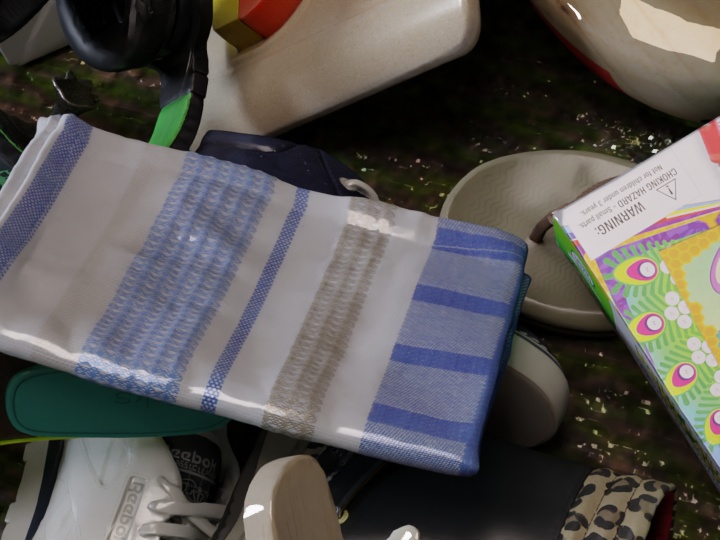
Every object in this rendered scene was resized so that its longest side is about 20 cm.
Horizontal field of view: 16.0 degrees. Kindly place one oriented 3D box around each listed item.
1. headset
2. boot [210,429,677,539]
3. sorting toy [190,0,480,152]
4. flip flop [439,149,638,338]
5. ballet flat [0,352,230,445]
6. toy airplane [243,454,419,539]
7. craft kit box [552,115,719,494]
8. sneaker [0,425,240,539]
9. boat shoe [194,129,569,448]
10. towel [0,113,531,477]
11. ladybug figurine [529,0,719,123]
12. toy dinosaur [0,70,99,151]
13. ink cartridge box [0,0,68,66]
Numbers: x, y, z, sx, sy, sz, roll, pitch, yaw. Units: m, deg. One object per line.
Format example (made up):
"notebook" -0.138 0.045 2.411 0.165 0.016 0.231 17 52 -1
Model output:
"headset" -0.111 -0.125 1.031 0.094 0.123 0.201 -24 61 49
"boot" 0.015 0.139 0.927 0.153 0.074 0.204 17 71 19
"sorting toy" -0.003 -0.159 1.090 0.185 0.036 0.200 -20 49 45
"flip flop" 0.122 -0.006 0.992 0.200 0.058 0.081 21 67 28
"ballet flat" -0.139 0.031 0.932 0.199 0.067 0.067 -2 39 -17
"toy airplane" 0.005 0.189 0.832 0.141 0.199 0.200 -12 47 57
"craft kit box" 0.204 0.014 0.930 0.200 0.049 0.198 -31 75 -3
"sneaker" -0.088 0.110 0.962 0.080 0.076 0.200 -18 53 33
"boat shoe" 0.000 0.000 1.022 0.200 0.075 0.093 18 51 16
"towel" -0.042 0.005 0.926 0.200 0.024 0.147 16 33 4
"ladybug figurine" 0.125 -0.133 1.055 0.135 0.072 0.200 -18 54 -11
"toy dinosaur" -0.151 -0.021 1.078 0.077 0.102 0.200 -7 57 -33
"ink cartridge box" -0.174 -0.208 1.179 0.067 0.116 0.200 -24 55 2
